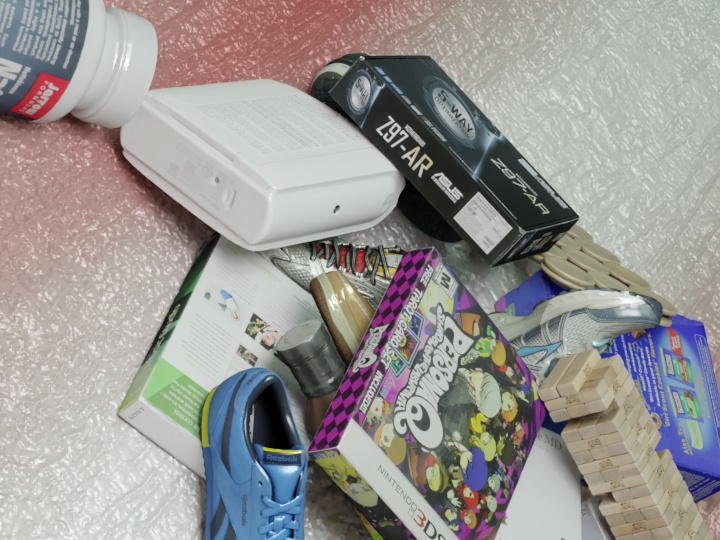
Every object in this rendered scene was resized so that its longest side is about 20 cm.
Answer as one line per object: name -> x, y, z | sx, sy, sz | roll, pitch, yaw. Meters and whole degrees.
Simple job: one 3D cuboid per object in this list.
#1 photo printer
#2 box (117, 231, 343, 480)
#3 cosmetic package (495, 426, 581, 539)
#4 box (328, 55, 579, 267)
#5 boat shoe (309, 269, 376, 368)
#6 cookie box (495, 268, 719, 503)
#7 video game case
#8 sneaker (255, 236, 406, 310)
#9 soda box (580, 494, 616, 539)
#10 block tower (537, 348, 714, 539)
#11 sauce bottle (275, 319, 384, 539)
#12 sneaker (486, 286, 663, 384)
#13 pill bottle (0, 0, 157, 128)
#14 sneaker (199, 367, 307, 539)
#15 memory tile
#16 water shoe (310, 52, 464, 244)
photo printer -> -0.070, -0.089, 1.587 | 0.166, 0.070, 0.200 | 36, 27, 26
box -> -0.089, 0.078, 1.518 | 0.144, 0.036, 0.200 | 39, 40, -15
cosmetic package -> 0.120, 0.216, 1.581 | 0.101, 0.074, 0.200 | 27, 47, -27
box -> 0.081, -0.094, 1.650 | 0.200, 0.044, 0.160 | 48, 21, 12
boat shoe -> 0.031, 0.068, 1.553 | 0.200, 0.076, 0.072 | 58, 6, -34
cookie box -> 0.226, 0.107, 1.759 | 0.200, 0.075, 0.172 | 19, 49, -33
video game case -> 0.057, 0.115, 1.489 | 0.181, 0.036, 0.200 | 51, 48, -29
sneaker -> 0.000, 0.000, 1.621 | 0.200, 0.082, 0.078 | 28, 46, -21
soda box -> 0.226, 0.286, 1.634 | 0.068, 0.064, 0.200 | -4, 65, -46
block tower -> 0.216, 0.162, 1.586 | 0.200, 0.054, 0.058 | 60, 39, -15
sauce bottle -> 0.000, 0.130, 1.501 | 0.200, 0.065, 0.065 | 58, 37, -17
sneaker -> 0.163, 0.071, 1.647 | 0.078, 0.200, 0.087 | 18, 60, -55
pill bottle -> -0.259, -0.177, 1.483 | 0.200, 0.120, 0.120 | 17, 51, -34
sneaker -> -0.069, 0.169, 1.404 | 0.066, 0.078, 0.201 | -2, 81, -30
memory tile -> 0.186, -0.014, 1.782 | 0.153, 0.017, 0.200 | 17, 17, -33
water shoe -> 0.045, -0.115, 1.759 | 0.200, 0.071, 0.079 | 49, 38, -4
